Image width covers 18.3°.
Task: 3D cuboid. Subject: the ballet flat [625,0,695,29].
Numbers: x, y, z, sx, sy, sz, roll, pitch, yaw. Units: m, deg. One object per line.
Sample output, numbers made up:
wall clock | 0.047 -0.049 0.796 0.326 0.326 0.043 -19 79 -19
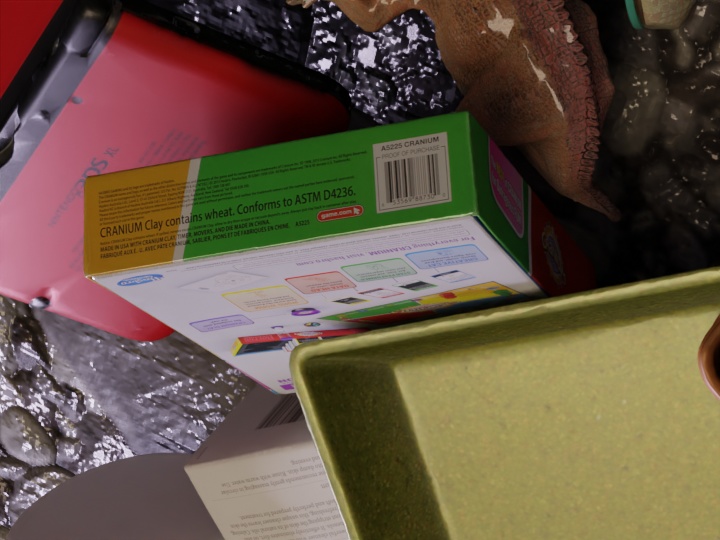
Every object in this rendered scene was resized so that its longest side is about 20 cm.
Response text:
ballet flat | 0.114 -0.177 0.799 0.062 0.067 0.200 -4 119 18

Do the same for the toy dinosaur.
toy dinosaur | 0.061 -0.096 0.853 0.135 0.086 0.200 -15 109 48

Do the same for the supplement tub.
supplement tub | -0.093 0.208 1.120 0.144 0.145 0.200 2 121 30

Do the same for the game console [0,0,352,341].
game console | -0.114 -0.083 0.936 0.172 0.119 0.200 20 142 -20

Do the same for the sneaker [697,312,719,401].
sneaker | 0.202 0.005 0.736 0.200 0.085 0.073 -28 87 31

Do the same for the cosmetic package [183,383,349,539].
cosmetic package | 0.017 0.146 1.053 0.107 0.085 0.200 -13 113 37

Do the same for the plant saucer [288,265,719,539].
plant saucer | 0.095 0.095 0.901 0.199 0.048 0.200 -11 109 23

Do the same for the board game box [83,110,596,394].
board game box | 0.000 0.000 0.888 0.153 0.200 0.040 -8 72 16
